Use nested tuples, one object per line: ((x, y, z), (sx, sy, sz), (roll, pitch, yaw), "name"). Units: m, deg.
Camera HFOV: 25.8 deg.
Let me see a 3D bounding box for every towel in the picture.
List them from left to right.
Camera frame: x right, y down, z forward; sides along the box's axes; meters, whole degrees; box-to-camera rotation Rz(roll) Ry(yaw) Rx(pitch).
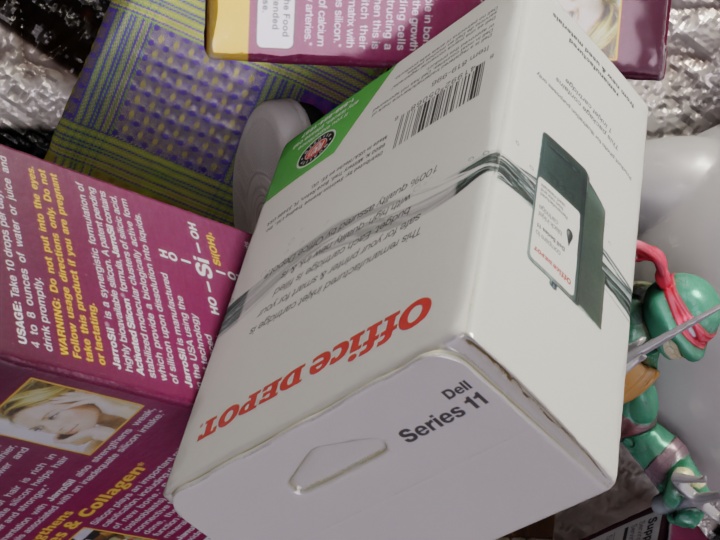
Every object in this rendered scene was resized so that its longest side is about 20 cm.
((-0.079, -0.057, 0.780), (0.142, 0.023, 0.202), (21, 106, -9), "towel")

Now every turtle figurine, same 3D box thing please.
((0.090, 0.058, 0.656), (0.199, 0.102, 0.149), (-33, 132, 31), "turtle figurine")

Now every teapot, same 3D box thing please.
((0.172, 0.034, 0.744), (0.145, 0.197, 0.202), (-22, 70, 17), "teapot")

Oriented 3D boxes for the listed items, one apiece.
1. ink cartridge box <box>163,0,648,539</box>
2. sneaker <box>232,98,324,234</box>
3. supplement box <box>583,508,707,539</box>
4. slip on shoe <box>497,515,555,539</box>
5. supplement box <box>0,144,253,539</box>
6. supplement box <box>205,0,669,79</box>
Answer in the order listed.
((0.023, 0.007, 0.581), (0.146, 0.201, 0.083), (-30, 119, 35), "ink cartridge box")
((0.000, 0.000, 0.767), (0.110, 0.073, 0.202), (-12, 127, -20), "sneaker")
((0.099, 0.218, 0.748), (0.199, 0.104, 0.131), (-31, 107, 31), "supplement box")
((0.031, 0.113, 0.788), (0.060, 0.199, 0.077), (-5, 77, 36), "slip on shoe")
((-0.110, 0.046, 0.634), (0.131, 0.104, 0.199), (-38, 142, 28), "supplement box")
((0.032, -0.158, 0.686), (0.197, 0.103, 0.133), (3, 103, -6), "supplement box")
